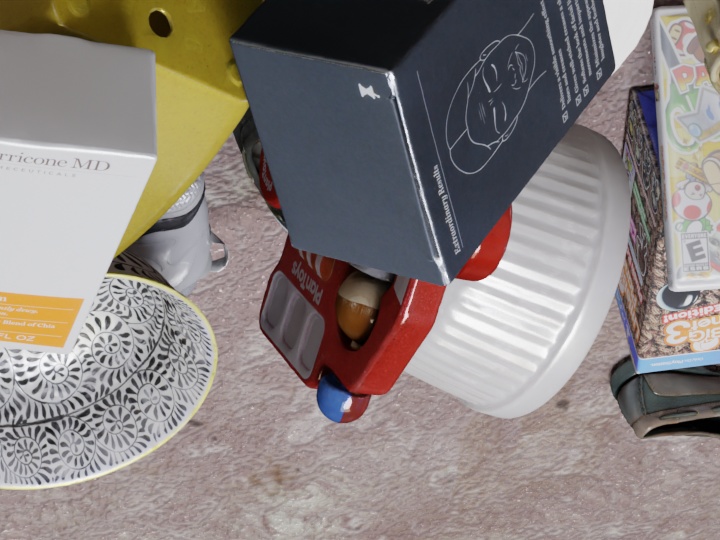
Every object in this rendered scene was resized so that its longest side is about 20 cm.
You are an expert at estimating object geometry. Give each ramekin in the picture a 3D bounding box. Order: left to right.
[{"bbox_3d":[0.078,-0.013,1.777,0.105,0.201,0.200,19,134,-24],"label":"ramekin"}]

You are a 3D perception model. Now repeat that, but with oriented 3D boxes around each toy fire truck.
[{"bbox_3d":[0.000,0.000,1.676,0.112,0.200,0.168,9,108,-25],"label":"toy fire truck"}]

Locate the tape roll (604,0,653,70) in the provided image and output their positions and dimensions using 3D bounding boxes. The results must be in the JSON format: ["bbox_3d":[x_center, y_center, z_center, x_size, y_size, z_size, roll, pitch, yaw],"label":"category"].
[{"bbox_3d":[0.074,-0.176,1.661,0.202,0.071,0.203,-7,144,-5],"label":"tape roll"}]

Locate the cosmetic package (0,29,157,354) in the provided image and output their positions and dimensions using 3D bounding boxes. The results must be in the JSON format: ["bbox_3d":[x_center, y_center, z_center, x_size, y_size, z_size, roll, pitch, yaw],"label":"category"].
[{"bbox_3d":[-0.178,-0.038,1.429,0.101,0.071,0.200,6,147,-17],"label":"cosmetic package"}]

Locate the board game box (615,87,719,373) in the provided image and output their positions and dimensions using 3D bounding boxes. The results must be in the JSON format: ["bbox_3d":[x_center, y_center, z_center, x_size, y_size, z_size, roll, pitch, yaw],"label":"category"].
[{"bbox_3d":[0.263,-0.033,1.876,0.159,0.097,0.200,-7,143,-5],"label":"board game box"}]

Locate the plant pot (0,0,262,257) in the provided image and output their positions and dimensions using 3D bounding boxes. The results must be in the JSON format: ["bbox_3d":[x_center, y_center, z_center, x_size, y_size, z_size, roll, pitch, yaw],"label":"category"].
[{"bbox_3d":[-0.159,-0.144,1.494,0.200,0.201,0.176,21,151,-36],"label":"plant pot"}]

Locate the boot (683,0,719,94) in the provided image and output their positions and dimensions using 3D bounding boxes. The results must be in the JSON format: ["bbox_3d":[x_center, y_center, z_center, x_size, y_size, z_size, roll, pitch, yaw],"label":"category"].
[{"bbox_3d":[0.210,-0.195,1.600,0.073,0.156,0.200,-16,143,6],"label":"boot"}]

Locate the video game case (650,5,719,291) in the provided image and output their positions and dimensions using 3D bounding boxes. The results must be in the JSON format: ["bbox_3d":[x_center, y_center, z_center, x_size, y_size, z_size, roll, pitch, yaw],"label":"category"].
[{"bbox_3d":[0.291,-0.083,1.761,0.199,0.183,0.023,-4,179,-6],"label":"video game case"}]

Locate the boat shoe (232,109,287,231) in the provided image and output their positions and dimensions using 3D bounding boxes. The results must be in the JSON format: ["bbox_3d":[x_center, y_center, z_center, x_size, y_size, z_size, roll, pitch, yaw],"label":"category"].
[{"bbox_3d":[-0.038,-0.056,1.800,0.068,0.057,0.200,-20,142,11],"label":"boat shoe"}]

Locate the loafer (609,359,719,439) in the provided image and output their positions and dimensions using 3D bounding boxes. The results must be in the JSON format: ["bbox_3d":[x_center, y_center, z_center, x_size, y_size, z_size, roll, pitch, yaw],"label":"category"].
[{"bbox_3d":[0.285,0.112,2.102,0.199,0.063,0.072,7,140,-23],"label":"loafer"}]

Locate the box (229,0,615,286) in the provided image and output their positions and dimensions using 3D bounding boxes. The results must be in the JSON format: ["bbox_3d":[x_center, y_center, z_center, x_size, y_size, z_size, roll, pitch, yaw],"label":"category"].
[{"bbox_3d":[0.039,-0.117,1.489,0.107,0.200,0.149,14,137,31],"label":"box"}]

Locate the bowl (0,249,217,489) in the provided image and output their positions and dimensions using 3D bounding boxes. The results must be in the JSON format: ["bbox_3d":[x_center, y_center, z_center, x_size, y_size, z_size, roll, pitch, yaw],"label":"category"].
[{"bbox_3d":[-0.198,0.039,1.726,0.200,0.094,0.201,-13,140,-11],"label":"bowl"}]

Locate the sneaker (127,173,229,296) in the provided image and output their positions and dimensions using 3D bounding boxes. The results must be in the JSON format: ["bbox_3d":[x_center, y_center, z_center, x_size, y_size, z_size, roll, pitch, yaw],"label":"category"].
[{"bbox_3d":[-0.185,-0.007,1.809,0.199,0.075,0.115,-19,140,5],"label":"sneaker"}]
